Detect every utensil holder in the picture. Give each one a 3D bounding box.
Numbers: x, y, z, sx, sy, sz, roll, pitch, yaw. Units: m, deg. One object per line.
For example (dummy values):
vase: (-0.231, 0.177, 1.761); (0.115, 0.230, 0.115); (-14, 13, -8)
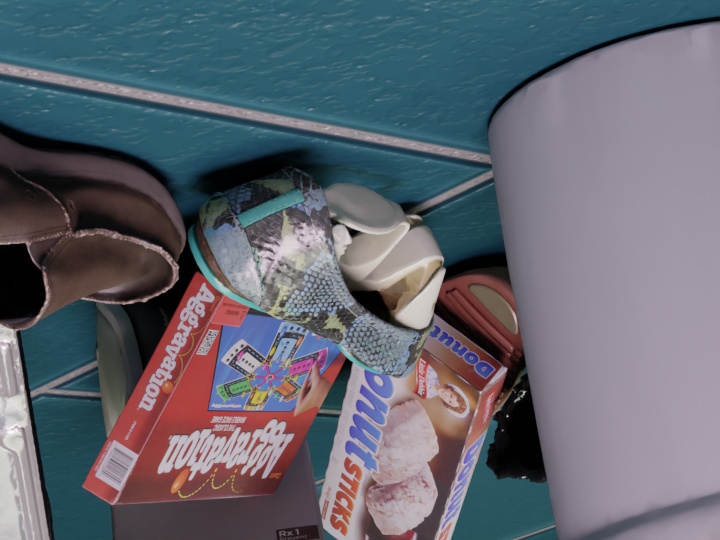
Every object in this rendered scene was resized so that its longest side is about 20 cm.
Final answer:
utensil holder: (0.144, 0.022, 0.989); (0.169, 0.201, 0.170); (-9, 164, -3)

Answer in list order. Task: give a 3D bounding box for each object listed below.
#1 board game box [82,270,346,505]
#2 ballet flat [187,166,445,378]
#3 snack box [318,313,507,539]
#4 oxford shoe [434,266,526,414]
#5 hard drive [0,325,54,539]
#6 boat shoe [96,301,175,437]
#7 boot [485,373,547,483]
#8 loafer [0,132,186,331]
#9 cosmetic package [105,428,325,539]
board game box: (-0.055, 0.055, 1.118); (0.019, 0.103, 0.200); (31, -174, 17)
ballet flat: (0.000, 0.000, 1.073); (0.074, 0.074, 0.200); (-16, 166, 19)
snack box: (0.022, 0.090, 1.257); (0.024, 0.072, 0.200); (-42, 160, -32)
oxford shoe: (0.052, 0.042, 1.267); (0.074, 0.071, 0.200); (-37, 172, -30)
hard drive: (-0.208, 0.074, 1.070); (0.139, 0.038, 0.200); (-7, 132, -7)
boat shoe: (-0.091, 0.050, 1.169); (0.060, 0.072, 0.202); (-7, 169, -7)
boot: (0.118, 0.064, 1.235); (0.198, 0.073, 0.162); (-36, 175, 40)
loafer: (-0.136, -0.008, 0.949); (0.073, 0.071, 0.200); (-19, 161, 28)
cosmetic package: (-0.068, 0.140, 1.247); (0.106, 0.200, 0.090); (-11, 129, -3)
